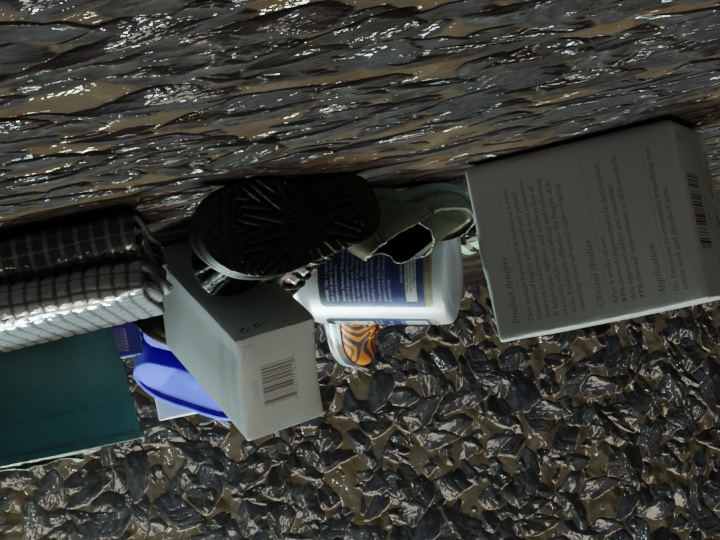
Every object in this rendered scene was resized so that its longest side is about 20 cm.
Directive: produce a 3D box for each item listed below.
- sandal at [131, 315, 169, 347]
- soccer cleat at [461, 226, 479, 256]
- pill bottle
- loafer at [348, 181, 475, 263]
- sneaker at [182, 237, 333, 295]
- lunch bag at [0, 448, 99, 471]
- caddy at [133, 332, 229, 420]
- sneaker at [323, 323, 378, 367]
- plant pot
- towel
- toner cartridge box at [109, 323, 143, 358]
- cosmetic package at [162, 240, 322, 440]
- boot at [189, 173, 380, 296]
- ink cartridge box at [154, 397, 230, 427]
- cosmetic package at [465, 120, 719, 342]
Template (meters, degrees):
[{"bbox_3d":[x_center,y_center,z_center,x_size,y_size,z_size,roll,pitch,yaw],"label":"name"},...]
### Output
[{"bbox_3d":[-0.150,0.047,1.680,0.200,0.055,0.082,10,-163,-48],"label":"sandal"},{"bbox_3d":[0.130,-0.051,1.881,0.200,0.068,0.081,-7,152,-4],"label":"soccer cleat"},{"bbox_3d":[0.000,0.000,1.698,0.200,0.111,0.111,0,179,13],"label":"pill bottle"},{"bbox_3d":[0.045,-0.036,1.557,0.200,0.070,0.075,-6,148,-49],"label":"loafer"},{"bbox_3d":[-0.073,-0.009,1.633,0.200,0.086,0.080,-13,178,17],"label":"sneaker"},{"bbox_3d":[-0.361,0.112,1.717,0.164,0.200,0.118,-8,176,-31],"label":"lunch bag"},{"bbox_3d":[-0.189,0.097,2.046,0.200,0.142,0.105,19,-146,-1],"label":"caddy"},{"bbox_3d":[0.015,0.050,1.927,0.112,0.078,0.200,-5,147,14],"label":"sneaker"},{"bbox_3d":[-0.323,0.088,1.567,0.200,0.188,0.200,-12,177,-1],"label":"plant pot"},{"bbox_3d":[-0.252,0.007,1.396,0.165,0.086,0.200,-13,175,-1],"label":"towel"},{"bbox_3d":[-0.350,0.066,1.866,0.200,0.095,0.043,-8,176,-39],"label":"toner cartridge box"},{"bbox_3d":[-0.116,0.056,1.515,0.081,0.113,0.200,-17,-147,-21],"label":"cosmetic package"},{"bbox_3d":[-0.100,-0.024,1.387,0.158,0.080,0.211,-15,175,41],"label":"boot"},{"bbox_3d":[-0.217,0.114,2.168,0.125,0.200,0.129,-11,176,-3],"label":"ink cartridge box"},{"bbox_3d":[0.228,-0.035,1.537,0.200,0.168,0.166,-12,177,21],"label":"cosmetic package"}]
